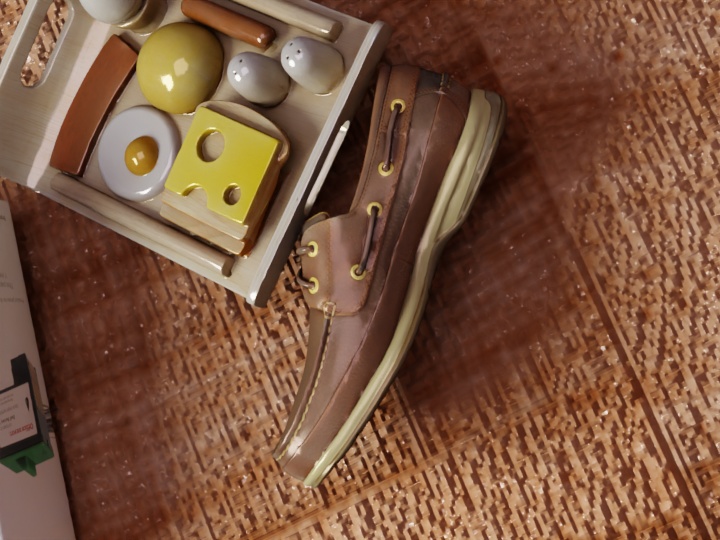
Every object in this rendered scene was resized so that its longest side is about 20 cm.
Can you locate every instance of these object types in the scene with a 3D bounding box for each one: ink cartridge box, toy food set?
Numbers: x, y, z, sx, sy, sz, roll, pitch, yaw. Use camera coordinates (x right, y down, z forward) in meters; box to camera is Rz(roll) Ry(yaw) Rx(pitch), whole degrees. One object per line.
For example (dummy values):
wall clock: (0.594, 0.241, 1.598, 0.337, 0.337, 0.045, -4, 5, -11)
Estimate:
ink cartridge box: (-0.233, 0.077, 0.952, 0.145, 0.084, 0.202, -13, 86, 17)
toy food set: (-0.092, -0.083, 0.931, 0.199, 0.060, 0.144, 26, 92, 32)

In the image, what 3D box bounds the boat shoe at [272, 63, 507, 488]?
boat shoe: (0.000, 0.000, 0.889, 0.067, 0.072, 0.201, 24, 86, -4)
